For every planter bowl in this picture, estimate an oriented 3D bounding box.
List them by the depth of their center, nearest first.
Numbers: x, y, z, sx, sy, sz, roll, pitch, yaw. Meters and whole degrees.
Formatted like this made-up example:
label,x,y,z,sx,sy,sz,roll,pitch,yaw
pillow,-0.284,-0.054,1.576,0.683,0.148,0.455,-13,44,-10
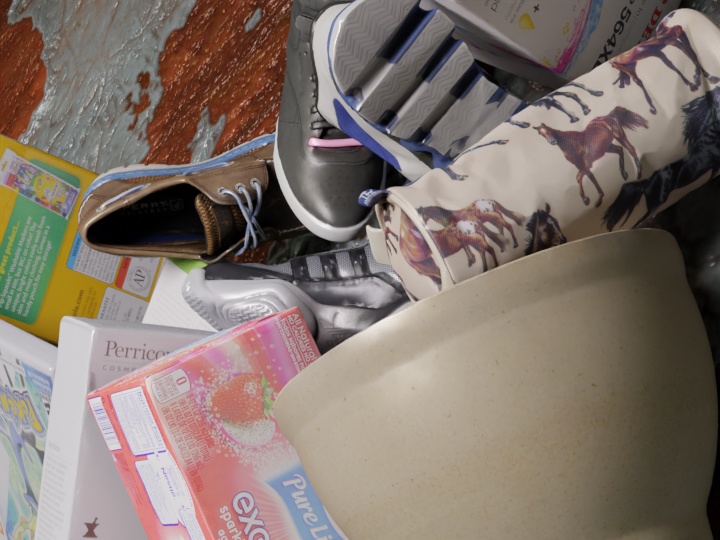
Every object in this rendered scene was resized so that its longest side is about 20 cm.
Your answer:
label,x,y,z,sx,sy,sz,roll,pitch,yaw
planter bowl,0.077,0.087,0.717,0.200,0.200,0.135,-35,71,40

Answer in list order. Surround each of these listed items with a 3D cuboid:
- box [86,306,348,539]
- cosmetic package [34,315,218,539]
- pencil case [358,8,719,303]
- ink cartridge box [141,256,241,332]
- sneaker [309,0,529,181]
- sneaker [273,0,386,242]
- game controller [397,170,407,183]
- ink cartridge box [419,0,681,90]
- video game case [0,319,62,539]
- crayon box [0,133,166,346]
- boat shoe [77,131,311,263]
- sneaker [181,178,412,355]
label,x,y,z,sx,sy,sz,roll,pitch,yaw
box,-0.048,0.131,0.824,0.103,0.095,0.200,-21,94,63
cosmetic package,-0.125,0.131,0.900,0.074,0.101,0.201,7,91,65
pencil case,0.099,-0.050,0.771,0.200,0.078,0.089,-32,40,-14
ink cartridge box,-0.103,0.101,1.054,0.148,0.076,0.200,32,102,57
sneaker,0.042,-0.079,0.852,0.081,0.199,0.115,-46,27,-2
sneaker,-0.017,-0.121,0.988,0.099,0.070,0.201,99,171,-60
game controller,0.032,-0.143,1.012,0.104,0.042,0.200,87,174,-49
ink cartridge box,0.089,-0.180,0.857,0.125,0.200,0.129,29,95,40
video game case,-0.210,0.119,1.025,0.200,0.022,0.183,16,123,53
crayon box,-0.209,-0.007,1.156,0.052,0.200,0.126,-4,67,56
boat shoe,-0.085,-0.038,1.037,0.199,0.072,0.072,-11,23,8
sneaker,0.000,0.000,0.927,0.199,0.076,0.114,11,64,24
